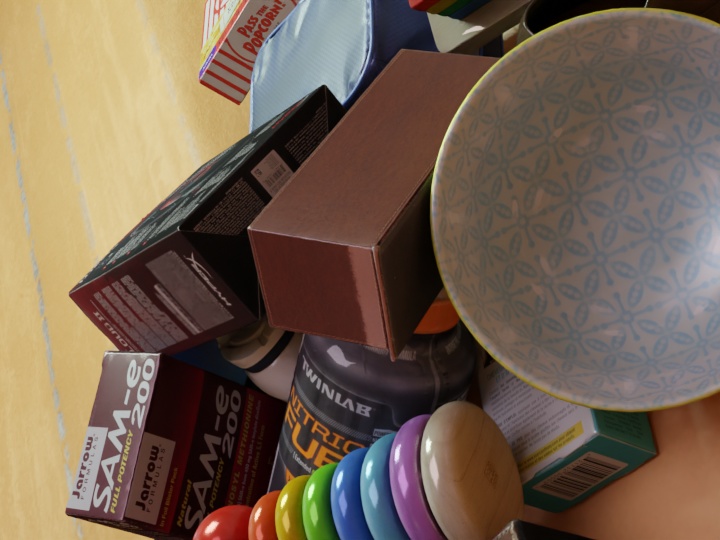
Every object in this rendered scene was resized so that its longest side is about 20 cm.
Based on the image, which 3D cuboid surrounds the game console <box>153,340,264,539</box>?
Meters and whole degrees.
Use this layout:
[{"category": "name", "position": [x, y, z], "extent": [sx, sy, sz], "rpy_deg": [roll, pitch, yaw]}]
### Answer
[{"category": "game console", "position": [-0.143, 0.122, 1.012], "extent": [0.171, 0.118, 0.201], "rpy_deg": [-45, 21, 35]}]

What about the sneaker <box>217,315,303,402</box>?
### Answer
[{"category": "sneaker", "position": [-0.059, 0.044, 0.954], "extent": [0.076, 0.080, 0.200], "rpy_deg": [-48, 19, 9]}]

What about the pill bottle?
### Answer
[{"category": "pill bottle", "position": [0.009, 0.080, 0.808], "extent": [0.106, 0.106, 0.201], "rpy_deg": [-119, 36, -51]}]

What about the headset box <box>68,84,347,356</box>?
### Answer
[{"category": "headset box", "position": [-0.092, -0.021, 0.867], "extent": [0.149, 0.075, 0.200], "rpy_deg": [-49, 15, -33]}]

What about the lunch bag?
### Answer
[{"category": "lunch bag", "position": [0.021, -0.132, 0.943], "extent": [0.200, 0.132, 0.137], "rpy_deg": [-37, 46, 49]}]

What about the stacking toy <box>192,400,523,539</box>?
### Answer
[{"category": "stacking toy", "position": [-0.012, 0.139, 0.745], "extent": [0.199, 0.085, 0.086], "rpy_deg": [-21, 53, 30]}]

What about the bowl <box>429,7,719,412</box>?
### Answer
[{"category": "bowl", "position": [0.142, -0.028, 0.703], "extent": [0.108, 0.199, 0.201], "rpy_deg": [15, -83, -79]}]

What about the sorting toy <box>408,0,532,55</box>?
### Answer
[{"category": "sorting toy", "position": [0.085, -0.264, 0.793], "extent": [0.199, 0.069, 0.200], "rpy_deg": [-27, 69, 39]}]

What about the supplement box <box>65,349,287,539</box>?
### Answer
[{"category": "supplement box", "position": [-0.093, 0.133, 0.892], "extent": [0.061, 0.200, 0.110], "rpy_deg": [-3, 69, 40]}]

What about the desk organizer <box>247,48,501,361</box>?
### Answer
[{"category": "desk organizer", "position": [0.022, -0.046, 0.740], "extent": [0.077, 0.072, 0.200], "rpy_deg": [10, 40, 25]}]

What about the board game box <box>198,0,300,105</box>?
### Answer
[{"category": "board game box", "position": [-0.091, -0.262, 1.228], "extent": [0.152, 0.046, 0.200], "rpy_deg": [-54, 21, 23]}]

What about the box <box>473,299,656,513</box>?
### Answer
[{"category": "box", "position": [0.109, 0.034, 0.791], "extent": [0.082, 0.049, 0.201], "rpy_deg": [-41, 41, 38]}]

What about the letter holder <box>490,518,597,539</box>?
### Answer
[{"category": "letter holder", "position": [0.092, 0.251, 0.648], "extent": [0.142, 0.100, 0.201], "rpy_deg": [-48, 38, 33]}]

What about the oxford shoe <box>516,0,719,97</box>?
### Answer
[{"category": "oxford shoe", "position": [0.175, -0.158, 0.720], "extent": [0.199, 0.084, 0.073], "rpy_deg": [-32, 63, 1]}]
